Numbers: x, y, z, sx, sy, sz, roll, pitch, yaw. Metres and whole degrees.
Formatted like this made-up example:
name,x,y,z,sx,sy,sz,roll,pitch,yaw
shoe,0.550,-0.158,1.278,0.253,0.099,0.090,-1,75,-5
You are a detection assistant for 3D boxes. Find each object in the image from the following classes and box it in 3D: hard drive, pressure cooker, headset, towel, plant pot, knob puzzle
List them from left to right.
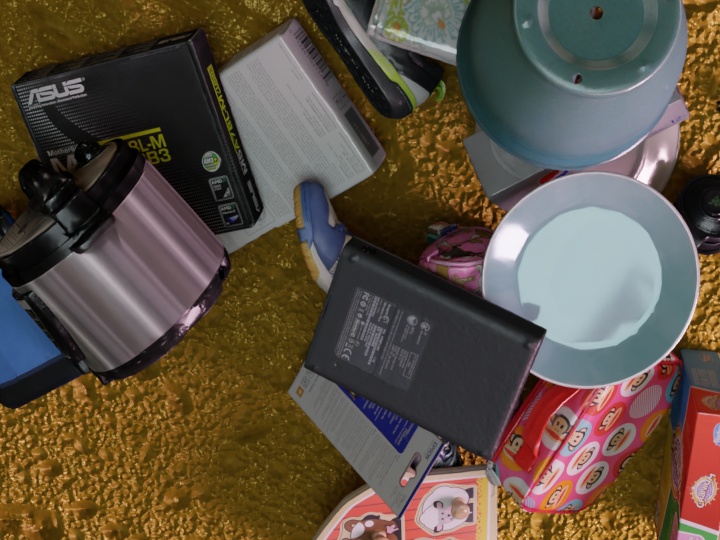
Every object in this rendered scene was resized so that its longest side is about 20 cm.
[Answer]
name,x,y,z,sx,sy,sz,roll,pitch,yaw
pressure cooker,-0.240,-0.024,1.411,0.175,0.179,0.200,-25,115,35
knob puzzle,0.046,0.284,1.585,0.216,0.031,0.222,-5,129,-6
hard drive,0.057,0.073,1.403,0.198,0.033,0.141,26,119,11
towel,0.119,-0.265,1.386,0.197,0.048,0.173,17,87,2
plant pot,0.181,-0.195,1.263,0.197,0.188,0.203,0,86,1
headset,0.319,-0.062,1.443,0.094,0.123,0.201,39,95,12

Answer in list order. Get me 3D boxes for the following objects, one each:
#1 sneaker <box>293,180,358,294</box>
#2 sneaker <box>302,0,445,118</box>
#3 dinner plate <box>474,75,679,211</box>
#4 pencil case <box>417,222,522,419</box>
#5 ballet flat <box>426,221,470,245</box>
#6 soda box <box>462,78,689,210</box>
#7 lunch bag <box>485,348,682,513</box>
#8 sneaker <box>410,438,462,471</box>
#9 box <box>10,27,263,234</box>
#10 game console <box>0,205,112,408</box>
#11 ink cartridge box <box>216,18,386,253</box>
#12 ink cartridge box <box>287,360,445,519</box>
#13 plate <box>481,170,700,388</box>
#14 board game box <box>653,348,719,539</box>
name,x,y,z,sx,sy,sz,roll,pitch,yaw
sneaker,0.000,0.000,1.472,0.087,0.075,0.202,-20,102,10
sneaker,0.011,-0.238,1.439,0.082,0.072,0.201,-36,104,-14
dinner plate,0.209,-0.125,1.472,0.197,0.024,0.203,2,111,4
pencil case,0.107,0.059,1.457,0.086,0.082,0.202,20,130,41
ballet flat,0.150,0.011,1.511,0.200,0.076,0.064,45,76,-10
soda box,0.199,-0.132,1.412,0.198,0.068,0.064,-27,74,14
lunch bag,0.213,0.145,1.489,0.082,0.175,0.201,43,110,32
sneaker,0.068,0.177,1.577,0.084,0.077,0.202,10,120,-6
box,-0.214,-0.119,1.483,0.197,0.048,0.195,-10,116,18
game console,-0.356,0.048,1.545,0.118,0.170,0.201,-35,105,-11
ink cartridge box,-0.097,-0.128,1.499,0.199,0.057,0.163,-26,107,35
ink cartridge box,0.011,0.145,1.518,0.037,0.200,0.095,7,120,-46
plate,0.208,0.008,1.386,0.197,0.026,0.203,0,104,2
board game box,0.330,0.200,1.511,0.040,0.153,0.203,6,110,4
